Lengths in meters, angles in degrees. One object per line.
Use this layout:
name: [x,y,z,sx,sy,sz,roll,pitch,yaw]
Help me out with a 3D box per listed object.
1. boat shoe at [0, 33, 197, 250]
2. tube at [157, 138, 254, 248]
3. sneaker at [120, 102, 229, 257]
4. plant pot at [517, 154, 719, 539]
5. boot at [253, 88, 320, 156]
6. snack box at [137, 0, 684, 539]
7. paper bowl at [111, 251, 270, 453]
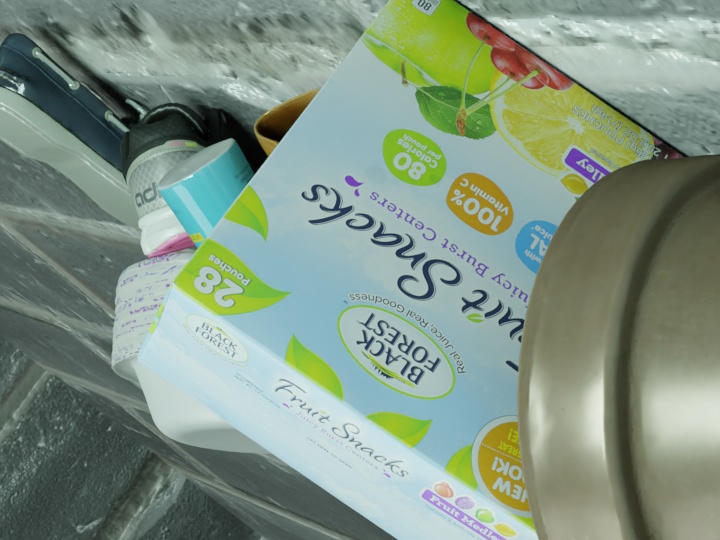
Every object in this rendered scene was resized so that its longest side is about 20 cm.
boat shoe: [-0.167,-0.081,1.293,0.199,0.062,0.075,35,157,-27]
tube: [-0.040,0.023,1.096,0.201,0.050,0.077,59,179,-14]
sneaker: [-0.101,-0.060,1.200,0.200,0.073,0.088,-31,-72,-83]
plant pot: [0.182,0.052,0.709,0.174,0.201,0.200,-3,144,41]
boot: [-0.010,-0.033,1.081,0.144,0.071,0.201,45,154,-19]
snack box: [0.035,0.001,0.787,0.168,0.200,0.068,33,145,1]
paper bowl: [-0.062,0.060,1.272,0.199,0.105,0.201,2,166,0]
